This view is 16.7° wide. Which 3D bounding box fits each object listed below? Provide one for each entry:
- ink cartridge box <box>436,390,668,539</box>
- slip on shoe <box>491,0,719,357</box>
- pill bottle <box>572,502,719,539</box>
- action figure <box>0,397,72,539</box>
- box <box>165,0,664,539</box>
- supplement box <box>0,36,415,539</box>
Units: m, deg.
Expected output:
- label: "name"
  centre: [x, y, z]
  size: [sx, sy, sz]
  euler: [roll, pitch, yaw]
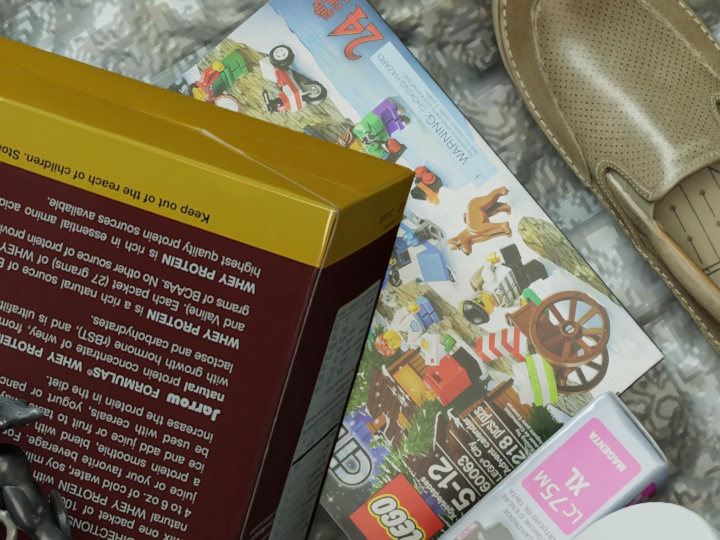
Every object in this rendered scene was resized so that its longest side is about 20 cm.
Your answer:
- label: "ink cartridge box"
  centre: [0.028, 0.126, 0.887]
  size: [0.200, 0.119, 0.042]
  euler: [-40, 79, 1]
- label: "slip on shoe"
  centre: [0.120, -0.041, 0.919]
  size: [0.076, 0.061, 0.200]
  euler: [-31, 88, 1]
- label: "pill bottle"
  centre: [0.146, 0.163, 0.844]
  size: [0.200, 0.111, 0.111]
  euler: [39, 90, -34]
- label: "action figure"
  centre: [-0.136, 0.114, 0.756]
  size: [0.119, 0.102, 0.201]
  euler: [-19, 94, 26]
- label: "box"
  centre: [0.000, 0.000, 0.933]
  size: [0.136, 0.038, 0.200]
  euler: [-40, 88, 0]
- label: "supplement box"
  centre: [-0.111, 0.036, 0.860]
  size: [0.197, 0.133, 0.201]
  euler: [18, 101, 9]
